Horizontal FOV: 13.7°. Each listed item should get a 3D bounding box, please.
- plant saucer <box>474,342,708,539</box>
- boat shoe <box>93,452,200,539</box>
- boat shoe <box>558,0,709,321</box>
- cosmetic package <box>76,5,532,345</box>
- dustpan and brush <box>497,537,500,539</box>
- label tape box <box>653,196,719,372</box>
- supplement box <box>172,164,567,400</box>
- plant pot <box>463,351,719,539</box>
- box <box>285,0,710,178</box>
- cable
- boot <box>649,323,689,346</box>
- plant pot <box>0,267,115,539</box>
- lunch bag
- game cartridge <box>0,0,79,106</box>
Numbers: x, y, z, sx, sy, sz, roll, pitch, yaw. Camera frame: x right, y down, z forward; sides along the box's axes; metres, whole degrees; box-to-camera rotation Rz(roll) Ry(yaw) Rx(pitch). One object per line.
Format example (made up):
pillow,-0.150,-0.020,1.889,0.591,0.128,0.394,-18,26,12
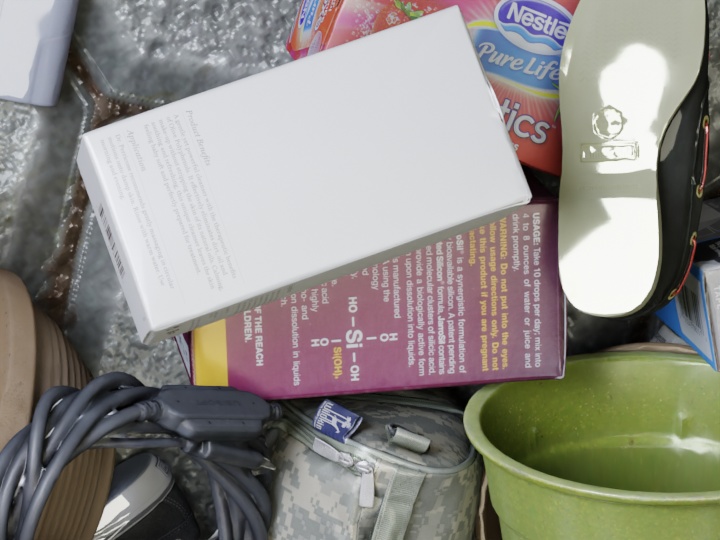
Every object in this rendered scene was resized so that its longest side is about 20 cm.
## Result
plant saucer,0.164,0.137,1.664,0.200,0.029,0.200,1,98,9
boat shoe,-0.176,0.183,1.660,0.200,0.070,0.066,-38,106,-6
boat shoe,0.143,-0.074,1.544,0.074,0.063,0.202,7,91,23
cosmetic package,-0.029,-0.046,1.485,0.200,0.085,0.108,-18,86,-9
dustpan and brush,0.089,0.245,1.721,0.139,0.057,0.200,-12,95,-7
label tape box,0.266,-0.010,1.642,0.200,0.144,0.063,-13,105,-7
supplement box,0.000,0.000,1.605,0.200,0.131,0.103,-4,105,-8
plant pot,0.152,0.165,1.576,0.200,0.200,0.190,-3,111,-9
box,0.071,-0.117,1.601,0.200,0.100,0.096,20,99,-14
cable,-0.125,0.131,1.507,0.200,0.051,0.163,1,116,-48
boot,0.217,0.140,1.714,0.200,0.072,0.144,31,98,-8
plant pot,-0.188,0.101,1.567,0.093,0.201,0.201,15,102,-23
lunch bag,-0.005,0.159,1.627,0.139,0.168,0.200,9,103,-12
game cartridge,-0.243,-0.168,1.567,0.200,0.041,0.133,10,99,-12
